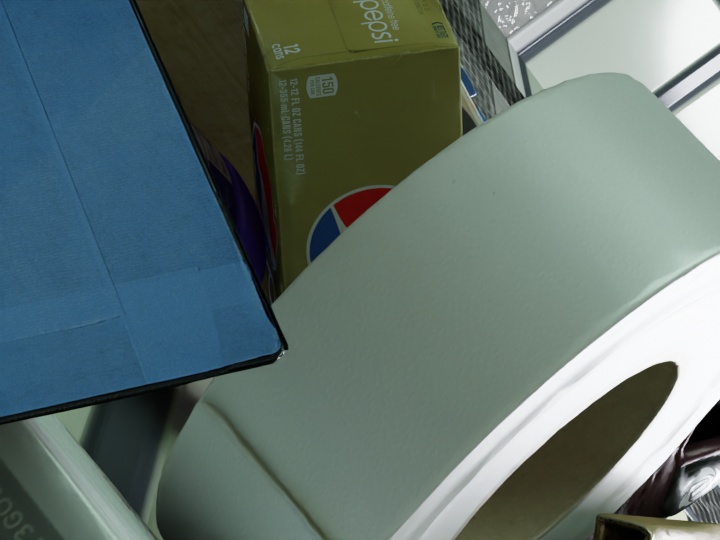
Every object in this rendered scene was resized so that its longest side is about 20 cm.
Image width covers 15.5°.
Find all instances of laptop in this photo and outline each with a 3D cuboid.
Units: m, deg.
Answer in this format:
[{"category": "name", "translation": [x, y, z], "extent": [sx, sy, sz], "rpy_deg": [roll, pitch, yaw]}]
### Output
[{"category": "laptop", "translation": [-0.139, -0.059, 0.570], "extent": [0.200, 0.116, 0.188], "rpy_deg": [44, 14, -46]}]

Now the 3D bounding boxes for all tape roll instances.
[{"category": "tape roll", "translation": [0.036, 0.038, 0.787], "extent": [0.071, 0.202, 0.202], "rpy_deg": [47, 8, 18]}]

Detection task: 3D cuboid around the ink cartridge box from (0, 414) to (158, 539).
[{"category": "ink cartridge box", "translation": [-0.070, 0.085, 0.681], "extent": [0.160, 0.047, 0.200], "rpy_deg": [52, -6, -11]}]

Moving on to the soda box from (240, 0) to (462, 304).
[{"category": "soda box", "translation": [0.000, 0.000, 0.900], "extent": [0.068, 0.064, 0.201], "rpy_deg": [-109, -167, -56]}]

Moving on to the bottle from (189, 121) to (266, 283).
[{"category": "bottle", "translation": [-0.109, -0.055, 0.837], "extent": [0.200, 0.065, 0.084], "rpy_deg": [47, 16, -37]}]

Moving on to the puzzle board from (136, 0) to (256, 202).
[{"category": "puzzle board", "translation": [-0.037, -0.045, 0.998], "extent": [0.200, 0.017, 0.150], "rpy_deg": [52, -26, -16]}]

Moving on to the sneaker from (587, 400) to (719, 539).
[{"category": "sneaker", "translation": [0.097, 0.094, 1.022], "extent": [0.076, 0.115, 0.200], "rpy_deg": [58, -12, 16]}]

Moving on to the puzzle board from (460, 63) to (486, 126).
[{"category": "puzzle board", "translation": [0.049, -0.027, 1.239], "extent": [0.201, 0.017, 0.151], "rpy_deg": [62, -17, -5]}]

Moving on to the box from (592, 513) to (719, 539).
[{"category": "box", "translation": [0.096, 0.165, 0.905], "extent": [0.200, 0.021, 0.165], "rpy_deg": [20, 79, -72]}]

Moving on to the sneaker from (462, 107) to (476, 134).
[{"category": "sneaker", "translation": [-0.048, -0.088, 1.157], "extent": [0.199, 0.081, 0.086], "rpy_deg": [34, 3, -21]}]
